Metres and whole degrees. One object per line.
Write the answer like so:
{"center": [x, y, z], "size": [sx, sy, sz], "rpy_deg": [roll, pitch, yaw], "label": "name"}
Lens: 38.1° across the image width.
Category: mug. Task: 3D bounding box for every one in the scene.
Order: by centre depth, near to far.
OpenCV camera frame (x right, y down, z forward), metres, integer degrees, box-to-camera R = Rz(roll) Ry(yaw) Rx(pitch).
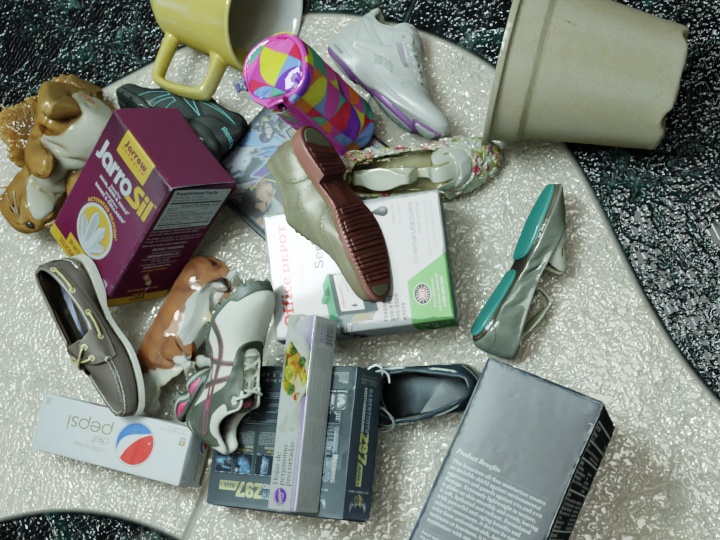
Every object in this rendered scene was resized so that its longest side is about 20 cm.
{"center": [-0.184, -0.318, 1.268], "size": [0.153, 0.150, 0.187], "rpy_deg": [20, 48, 27], "label": "mug"}

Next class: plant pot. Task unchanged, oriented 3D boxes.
{"center": [0.242, -0.211, 1.111], "size": [0.183, 0.200, 0.201], "rpy_deg": [14, 81, 8], "label": "plant pot"}

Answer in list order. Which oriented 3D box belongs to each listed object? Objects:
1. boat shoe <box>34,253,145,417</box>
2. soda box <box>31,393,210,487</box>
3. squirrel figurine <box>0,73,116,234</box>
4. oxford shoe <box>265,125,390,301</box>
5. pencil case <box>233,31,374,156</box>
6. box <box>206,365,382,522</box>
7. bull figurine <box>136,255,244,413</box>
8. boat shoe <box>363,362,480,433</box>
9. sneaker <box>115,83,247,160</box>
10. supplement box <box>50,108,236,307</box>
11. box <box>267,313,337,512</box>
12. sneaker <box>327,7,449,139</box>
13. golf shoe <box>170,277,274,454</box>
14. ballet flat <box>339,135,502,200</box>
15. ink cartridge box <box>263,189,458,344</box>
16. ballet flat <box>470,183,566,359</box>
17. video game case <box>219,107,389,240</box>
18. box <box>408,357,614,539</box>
{"center": [-0.305, 0.078, 1.175], "size": [0.072, 0.059, 0.201], "rpy_deg": [-32, 78, 40], "label": "boat shoe"}
{"center": [-0.277, 0.198, 1.217], "size": [0.199, 0.064, 0.068], "rpy_deg": [10, 80, 19], "label": "soda box"}
{"center": [-0.386, -0.143, 1.309], "size": [0.187, 0.141, 0.200], "rpy_deg": [-54, 40, 17], "label": "squirrel figurine"}
{"center": [-0.033, -0.050, 1.102], "size": [0.075, 0.070, 0.201], "rpy_deg": [-31, 77, 30], "label": "oxford shoe"}
{"center": [-0.055, -0.186, 1.146], "size": [0.088, 0.200, 0.089], "rpy_deg": [-5, 78, 24], "label": "pencil case"}
{"center": [-0.074, 0.184, 1.134], "size": [0.199, 0.051, 0.158], "rpy_deg": [-5, 73, 38], "label": "box"}
{"center": [-0.203, 0.074, 1.212], "size": [0.121, 0.065, 0.201], "rpy_deg": [12, 75, 41], "label": "bull figurine"}
{"center": [0.033, 0.140, 1.140], "size": [0.199, 0.062, 0.075], "rpy_deg": [-5, 83, 17], "label": "boat shoe"}
{"center": [-0.225, -0.190, 1.298], "size": [0.200, 0.076, 0.079], "rpy_deg": [30, 58, 31], "label": "sneaker"}
{"center": [-0.255, -0.072, 1.212], "size": [0.131, 0.103, 0.200], "rpy_deg": [51, 124, 21], "label": "supplement box"}
{"center": [-0.059, 0.146, 1.073], "size": [0.039, 0.041, 0.201], "rpy_deg": [-2, 78, 37], "label": "box"}
{"center": [0.046, -0.235, 1.216], "size": [0.100, 0.075, 0.200], "rpy_deg": [-42, 63, 1], "label": "sneaker"}
{"center": [-0.128, 0.102, 1.120], "size": [0.088, 0.077, 0.200], "rpy_deg": [42, 119, 33], "label": "golf shoe"}
{"center": [0.064, -0.108, 1.172], "size": [0.199, 0.064, 0.076], "rpy_deg": [-9, 105, 2], "label": "ballet flat"}
{"center": [0.000, 0.000, 1.156], "size": [0.199, 0.084, 0.147], "rpy_deg": [-8, 82, 7], "label": "ink cartridge box"}
{"center": [0.188, 0.004, 1.138], "size": [0.064, 0.067, 0.200], "rpy_deg": [28, 86, -7], "label": "ballet flat"}
{"center": [-0.067, -0.115, 1.251], "size": [0.200, 0.025, 0.181], "rpy_deg": [42, 91, 21], "label": "video game case"}
{"center": [0.153, 0.208, 1.017], "size": [0.123, 0.200, 0.199], "rpy_deg": [23, 83, 20], "label": "box"}
